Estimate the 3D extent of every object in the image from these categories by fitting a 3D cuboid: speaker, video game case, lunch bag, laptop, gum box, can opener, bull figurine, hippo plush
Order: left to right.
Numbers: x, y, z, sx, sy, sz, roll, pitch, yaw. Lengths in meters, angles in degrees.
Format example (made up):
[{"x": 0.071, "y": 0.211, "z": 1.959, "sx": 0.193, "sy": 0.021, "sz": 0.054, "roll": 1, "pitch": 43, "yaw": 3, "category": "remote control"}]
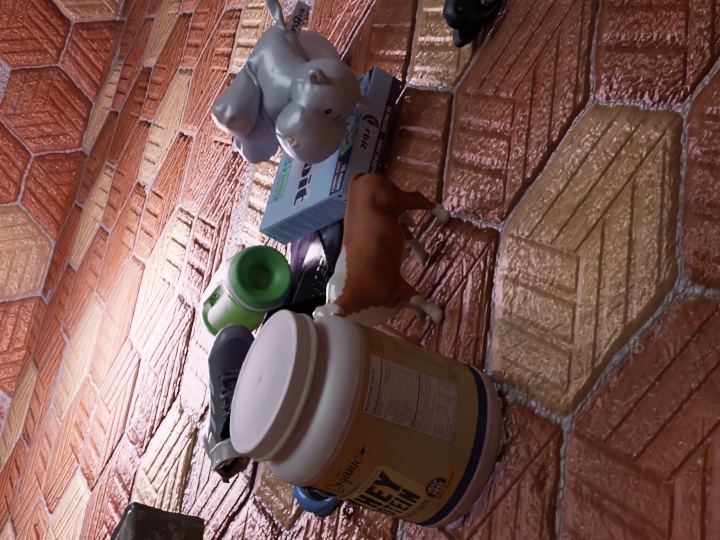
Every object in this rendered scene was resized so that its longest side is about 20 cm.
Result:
[{"x": -0.277, "y": 0.412, "z": 1.593, "sx": 0.201, "sy": 0.116, "sz": 0.166, "roll": 124, "pitch": 155, "yaw": -43, "category": "lunch bag"}, {"x": -0.149, "y": 0.031, "z": 1.635, "sx": 0.200, "sy": 0.087, "sz": 0.090, "roll": 140, "pitch": 145, "yaw": -65, "category": "speaker"}, {"x": -0.100, "y": 0.070, "z": 1.461, "sx": 0.201, "sy": 0.102, "sz": 0.179, "roll": -110, "pitch": 38, "yaw": -54, "category": "laptop"}, {"x": -0.056, "y": -0.201, "z": 1.488, "sx": 0.160, "sy": 0.158, "sz": 0.202, "roll": 27, "pitch": 95, "yaw": 39, "category": "hippo plush"}, {"x": -0.049, "y": -0.059, "z": 1.600, "sx": 0.143, "sy": 0.019, "sz": 0.202, "roll": -43, "pitch": 35, "yaw": 48, "category": "video game case"}, {"x": -0.039, "y": -0.136, "z": 1.560, "sx": 0.199, "sy": 0.044, "sz": 0.172, "roll": -20, "pitch": 49, "yaw": 54, "category": "gum box"}, {"x": 0.020, "y": -0.004, "z": 1.252, "sx": 0.065, "sy": 0.120, "sz": 0.203, "roll": -36, "pitch": 39, "yaw": 53, "category": "bull figurine"}, {"x": 0.130, "y": -0.341, "z": 1.369, "sx": 0.078, "sy": 0.063, "sz": 0.203, "roll": -12, "pitch": 60, "yaw": 65, "category": "can opener"}]

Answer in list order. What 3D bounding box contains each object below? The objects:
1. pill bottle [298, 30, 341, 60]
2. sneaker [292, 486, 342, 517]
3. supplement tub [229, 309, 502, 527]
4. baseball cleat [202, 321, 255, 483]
[{"x": -0.110, "y": -0.252, "z": 1.787, "sx": 0.199, "sy": 0.108, "sz": 0.111, "roll": -22, "pitch": 51, "yaw": 61, "category": "pill bottle"}, {"x": -0.025, "y": 0.154, "z": 1.309, "sx": 0.082, "sy": 0.070, "sz": 0.202, "roll": -35, "pitch": 39, "yaw": 32, "category": "sneaker"}, {"x": 0.003, "y": 0.123, "z": 1.076, "sx": 0.145, "sy": 0.198, "sz": 0.146, "roll": -49, "pitch": 29, "yaw": 40, "category": "supplement tub"}, {"x": -0.150, "y": 0.167, "z": 1.551, "sx": 0.107, "sy": 0.069, "sz": 0.202, "roll": -118, "pitch": 29, "yaw": -53, "category": "baseball cleat"}]
